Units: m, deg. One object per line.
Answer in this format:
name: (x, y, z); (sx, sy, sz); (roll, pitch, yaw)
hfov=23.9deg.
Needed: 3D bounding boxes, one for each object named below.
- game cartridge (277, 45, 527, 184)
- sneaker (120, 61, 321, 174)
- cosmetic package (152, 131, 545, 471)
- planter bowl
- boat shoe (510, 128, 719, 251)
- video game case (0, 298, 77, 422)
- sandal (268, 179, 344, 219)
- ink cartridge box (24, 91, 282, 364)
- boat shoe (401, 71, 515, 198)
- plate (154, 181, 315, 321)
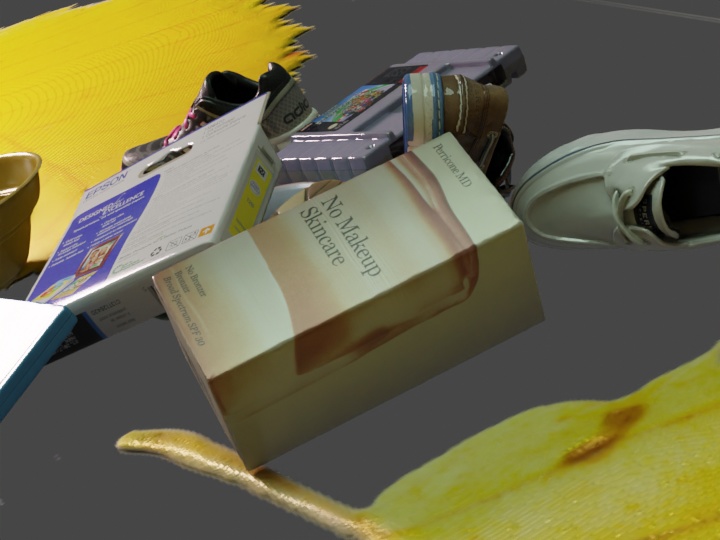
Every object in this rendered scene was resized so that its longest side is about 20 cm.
game cartridge: (0.030, -0.131, 1.418); (0.129, 0.038, 0.200); (8, 37, 46)
sneaker: (-0.131, -0.131, 1.500); (0.199, 0.088, 0.074); (-13, 24, 24)
cosmetic package: (-0.006, 0.016, 0.994); (0.199, 0.087, 0.103); (-27, 45, -9)
planter bowl: (-0.347, -0.019, 1.463); (0.200, 0.084, 0.201); (-21, 22, 9)
boat shoe: (0.177, -0.046, 1.012); (0.199, 0.074, 0.065); (-13, 19, 27)
video game case: (-0.300, 0.078, 1.225); (0.200, 0.018, 0.143); (4, 51, 50)
sandal: (0.000, 0.000, 1.123); (0.080, 0.054, 0.200); (-37, 39, -18)
ink cartridge box: (-0.153, -0.030, 1.280); (0.197, 0.047, 0.200); (-25, 25, 27)
boat shoe: (0.064, -0.066, 1.105); (0.072, 0.073, 0.200); (-1, -15, 2)
plate: (-0.080, -0.024, 1.286); (0.199, 0.026, 0.200); (-20, 23, 9)
